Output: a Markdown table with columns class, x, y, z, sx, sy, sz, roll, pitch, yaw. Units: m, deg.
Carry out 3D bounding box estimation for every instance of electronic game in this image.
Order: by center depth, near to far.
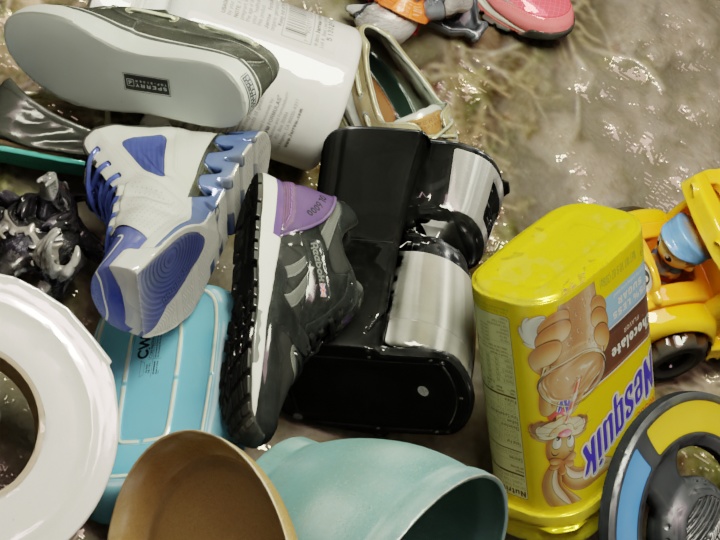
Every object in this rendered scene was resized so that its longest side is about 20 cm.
| class | x | y | z | sx | sy | sz | roll | pitch | yaw |
| --- | --- | --- | --- | --- | --- | --- | --- | --- | --- |
| electronic game | 0.235 | 0.185 | 1.743 | 0.200 | 0.042 | 0.200 | 3 | 86 | -45 |

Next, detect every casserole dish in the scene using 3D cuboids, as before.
| class | x | y | z | sx | sy | sz | roll | pitch | yaw |
| --- | --- | --- | --- | --- | --- | --- | --- | --- | --- |
| casserole dish | -0.135 | 0.084 | 1.660 | 0.121 | 0.039 | 0.200 | -7 | 52 | 17 |

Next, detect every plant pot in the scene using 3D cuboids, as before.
| class | x | y | z | sx | sy | sz | roll | pitch | yaw |
| --- | --- | --- | --- | --- | --- | --- | --- | --- | --- |
| plant pot | -0.094 | 0.199 | 1.544 | 0.027 | 0.200 | 0.200 | -1 | 58 | -41 |
| plant pot | -0.015 | 0.189 | 1.601 | 0.134 | 0.200 | 0.200 | 30 | 47 | 25 |

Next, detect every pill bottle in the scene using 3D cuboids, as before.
| class | x | y | z | sx | sy | sz | roll | pitch | yaw |
| --- | --- | --- | --- | --- | --- | --- | --- | --- | --- |
| pill bottle | -0.109 | -0.158 | 1.826 | 0.200 | 0.114 | 0.114 | 19 | 52 | -9 |

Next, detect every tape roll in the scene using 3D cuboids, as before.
| class | x | y | z | sx | sy | sz | roll | pitch | yaw |
| --- | --- | --- | --- | --- | --- | --- | --- | --- | --- |
| tape roll | -0.254 | 0.101 | 1.565 | 0.202 | 0.071 | 0.203 | 2 | 80 | -10 |

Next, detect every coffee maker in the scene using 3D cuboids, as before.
| class | x | y | z | sx | sy | sz | roll | pitch | yaw |
| --- | --- | --- | --- | --- | --- | --- | --- | --- | --- |
| coffee maker | 0.000 | 0.000 | 1.755 | 0.192 | 0.135 | 0.200 | 17 | 53 | -11 |

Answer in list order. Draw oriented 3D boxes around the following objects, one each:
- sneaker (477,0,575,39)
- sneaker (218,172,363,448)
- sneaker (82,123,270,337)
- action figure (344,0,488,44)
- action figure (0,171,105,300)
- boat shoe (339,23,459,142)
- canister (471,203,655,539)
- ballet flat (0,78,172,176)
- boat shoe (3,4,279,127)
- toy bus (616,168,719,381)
| class | x | y | z | sx | sy | sz | roll | pitch | yaw |
| --- | --- | --- | --- | --- | --- | --- | --- | --- | --- |
| sneaker | 0.115 | -0.279 | 2.028 | 0.074 | 0.087 | 0.200 | -22 | 69 | -33 |
| sneaker | -0.039 | 0.028 | 1.632 | 0.088 | 0.076 | 0.200 | 13 | 58 | -14 |
| sneaker | -0.151 | -0.038 | 1.678 | 0.115 | 0.081 | 0.199 | 14 | 40 | 17 |
| action figure | 0.026 | -0.270 | 1.960 | 0.200 | 0.105 | 0.194 | 17 | 81 | -8 |
| action figure | -0.243 | -0.016 | 1.681 | 0.119 | 0.102 | 0.200 | 30 | 51 | 12 |
| boat shoe | 0.037 | -0.099 | 1.882 | 0.075 | 0.068 | 0.200 | -26 | 73 | -37 |
| canister | 0.146 | 0.071 | 1.726 | 0.087 | 0.200 | 0.149 | 16 | 38 | 36 |
| ballet flat | -0.177 | -0.089 | 1.773 | 0.200 | 0.068 | 0.068 | 19 | 76 | -12 |
| boat shoe | -0.154 | -0.151 | 1.735 | 0.200 | 0.071 | 0.064 | 17 | 39 | 18 |
| toy bus | 0.279 | -0.019 | 1.861 | 0.200 | 0.192 | 0.136 | -7 | 63 | -26 |
